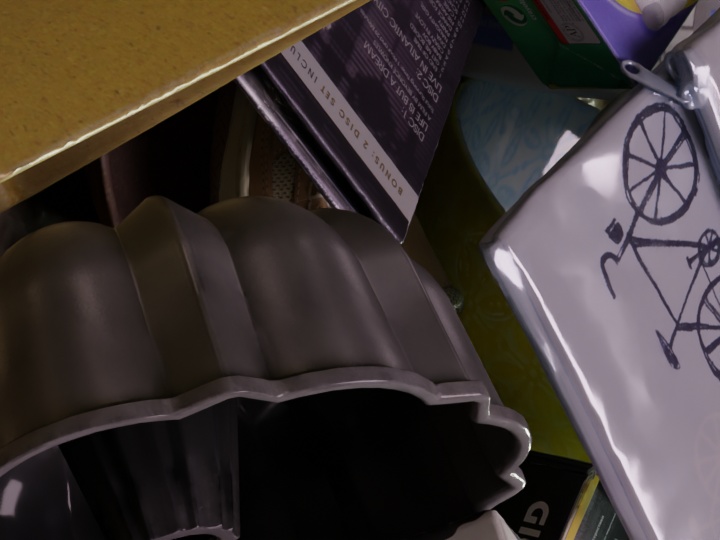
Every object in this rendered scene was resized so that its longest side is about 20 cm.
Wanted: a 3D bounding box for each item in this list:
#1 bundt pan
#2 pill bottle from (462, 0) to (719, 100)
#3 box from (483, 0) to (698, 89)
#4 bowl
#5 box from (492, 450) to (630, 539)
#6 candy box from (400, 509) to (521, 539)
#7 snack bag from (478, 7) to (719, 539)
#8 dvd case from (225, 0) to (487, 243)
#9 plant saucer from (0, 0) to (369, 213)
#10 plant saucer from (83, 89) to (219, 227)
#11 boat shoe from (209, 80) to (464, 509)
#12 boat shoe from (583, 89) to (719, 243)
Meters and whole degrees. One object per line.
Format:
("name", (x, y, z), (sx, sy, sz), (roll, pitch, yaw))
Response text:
("bundt pan", (-0.057, 0.044, 0.672), (0.202, 0.201, 0.076), (34, 35, -59))
("pill bottle", (0.089, -0.167, 0.885), (0.114, 0.113, 0.201), (-10, 111, -58))
("box", (0.097, -0.168, 0.780), (0.117, 0.048, 0.200), (50, 62, -32))
("bowl", (0.084, 0.032, 0.895), (0.108, 0.200, 0.200), (-53, 158, 23))
("box", (-0.009, 0.148, 0.798), (0.049, 0.159, 0.201), (39, 69, -40))
("candy box", (-0.028, 0.168, 0.698), (0.061, 0.199, 0.137), (51, 20, -64))
("snack bag", (0.133, 0.007, 0.780), (0.200, 0.021, 0.189), (-42, 116, -30))
("dvd case", (-0.007, -0.126, 0.731), (0.149, 0.016, 0.200), (51, 40, -32))
("plant saucer", (-0.097, -0.037, 0.587), (0.200, 0.200, 0.049), (-33, 96, -50))
("plant saucer", (-0.035, -0.076, 0.789), (0.200, 0.037, 0.201), (-32, 130, -50))
("boat shoe", (0.000, 0.000, 0.767), (0.072, 0.076, 0.201), (-20, 117, -52))
("boat shoe", (0.154, -0.032, 0.865), (0.202, 0.086, 0.075), (-12, 130, -58))
